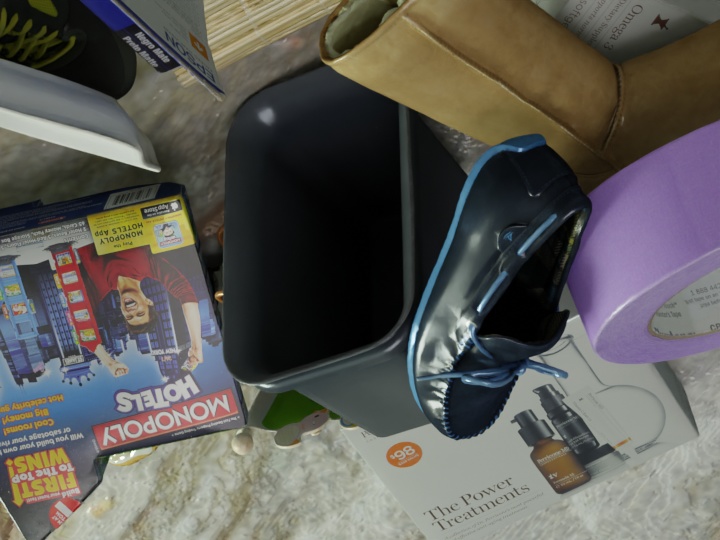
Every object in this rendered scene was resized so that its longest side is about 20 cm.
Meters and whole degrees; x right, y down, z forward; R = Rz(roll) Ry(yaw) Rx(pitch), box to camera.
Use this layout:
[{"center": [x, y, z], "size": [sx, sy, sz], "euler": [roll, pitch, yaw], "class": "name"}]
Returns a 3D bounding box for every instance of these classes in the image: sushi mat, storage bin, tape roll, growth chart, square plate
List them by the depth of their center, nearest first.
[{"center": [-0.203, -0.097, 1.337], "size": [0.197, 0.200, 0.029], "euler": [18, 88, -1], "class": "square plate"}, {"center": [0.208, -0.021, 1.355], "size": [0.199, 0.066, 0.200], "euler": [-19, 161, -7], "class": "tape roll"}, {"center": [-0.035, -0.178, 1.420], "size": [0.199, 0.012, 0.096], "euler": [-26, 130, 12], "class": "sushi mat"}, {"center": [0.000, 0.000, 1.469], "size": [0.145, 0.201, 0.134], "euler": [-19, 143, 25], "class": "storage bin"}, {"center": [0.018, 0.061, 1.564], "size": [0.199, 0.145, 0.018], "euler": [-18, 107, 8], "class": "growth chart"}]

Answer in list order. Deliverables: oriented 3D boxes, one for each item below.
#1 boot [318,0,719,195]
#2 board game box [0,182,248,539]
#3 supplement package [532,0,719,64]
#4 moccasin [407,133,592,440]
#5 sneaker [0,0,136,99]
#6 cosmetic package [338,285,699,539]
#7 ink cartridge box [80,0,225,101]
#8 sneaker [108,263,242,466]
[{"center": [0.108, -0.117, 1.311], "size": [0.200, 0.066, 0.175], "euler": [32, 119, -30], "class": "boot"}, {"center": [-0.173, 0.059, 1.510], "size": [0.199, 0.062, 0.201], "euler": [-12, 109, 8], "class": "board game box"}, {"center": [0.167, -0.128, 1.433], "size": [0.199, 0.118, 0.117], "euler": [19, 124, -26], "class": "supplement package"}, {"center": [0.073, 0.023, 1.335], "size": [0.080, 0.068, 0.200], "euler": [-25, 142, -30], "class": "moccasin"}, {"center": [-0.203, -0.140, 1.373], "size": [0.074, 0.085, 0.200], "euler": [-39, 127, 23], "class": "sneaker"}, {"center": [0.103, 0.092, 1.663], "size": [0.199, 0.052, 0.151], "euler": [-27, 128, 13], "class": "cosmetic package"}, {"center": [-0.152, -0.190, 1.261], "size": [0.041, 0.200, 0.200], "euler": [-34, 128, 19], "class": "ink cartridge box"}, {"center": [-0.122, 0.043, 1.558], "size": [0.088, 0.076, 0.200], "euler": [35, 115, -29], "class": "sneaker"}]
